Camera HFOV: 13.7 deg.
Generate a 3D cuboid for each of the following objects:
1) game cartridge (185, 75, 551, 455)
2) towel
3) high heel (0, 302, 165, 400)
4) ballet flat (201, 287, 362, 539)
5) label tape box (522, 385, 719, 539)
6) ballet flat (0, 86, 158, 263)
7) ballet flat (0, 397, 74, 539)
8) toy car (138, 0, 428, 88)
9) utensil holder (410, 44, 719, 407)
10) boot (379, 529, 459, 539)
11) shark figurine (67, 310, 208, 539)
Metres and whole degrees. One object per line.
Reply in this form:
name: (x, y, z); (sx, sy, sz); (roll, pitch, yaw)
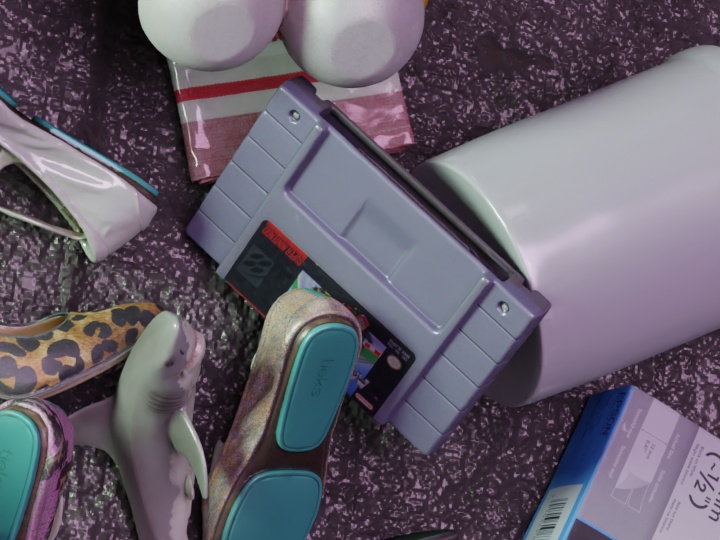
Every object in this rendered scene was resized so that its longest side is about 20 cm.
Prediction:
game cartridge: (0.000, 0.000, 1.722); (0.200, 0.130, 0.038); (42, 30, 10)
towel: (-0.055, -0.158, 1.810); (0.144, 0.023, 0.200); (-10, 83, -22)
high heel: (-0.216, 0.008, 1.680); (0.200, 0.071, 0.143); (-19, 95, -16)
ballet flat: (-0.051, 0.099, 1.730); (0.068, 0.067, 0.200); (10, 111, -34)
label tape box: (0.205, 0.182, 1.836); (0.200, 0.066, 0.143); (31, 70, -14)
ballet flat: (-0.208, -0.074, 1.711); (0.200, 0.069, 0.069); (37, 69, -14)
ballet flat: (-0.200, 0.167, 1.659); (0.071, 0.069, 0.200); (16, 93, -61)
toy car: (-0.046, -0.205, 1.704); (0.200, 0.150, 0.175); (6, 36, -18)
utensil holder: (0.150, -0.024, 1.794); (0.200, 0.170, 0.170); (-22, 90, -24)
boot: (0.004, 0.261, 1.739); (0.200, 0.069, 0.174); (-31, 94, -14)
shark figurine: (-0.132, 0.118, 1.705); (0.089, 0.128, 0.215); (-1, 103, -10)
